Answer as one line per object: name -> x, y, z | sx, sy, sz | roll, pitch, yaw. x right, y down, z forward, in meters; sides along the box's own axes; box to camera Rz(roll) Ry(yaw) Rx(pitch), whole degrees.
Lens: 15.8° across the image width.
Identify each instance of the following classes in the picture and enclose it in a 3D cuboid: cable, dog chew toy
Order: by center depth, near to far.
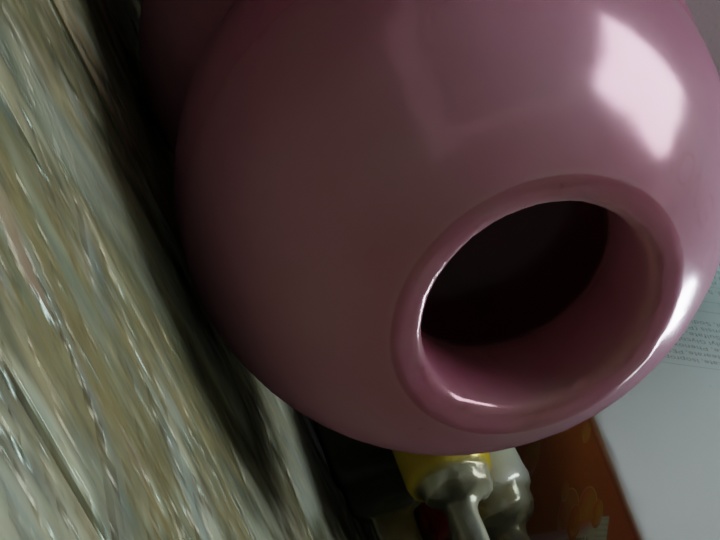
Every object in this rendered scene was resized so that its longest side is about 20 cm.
dog chew toy -> 0.004, -0.049, 0.604 | 0.200, 0.124, 0.125 | 60, -4, 48
cable -> 0.000, 0.000, 0.709 | 0.097, 0.050, 0.201 | 64, 7, -72

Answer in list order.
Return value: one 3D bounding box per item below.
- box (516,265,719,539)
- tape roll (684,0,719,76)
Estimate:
box -> 0.086, 0.085, 0.737 | 0.200, 0.097, 0.125 | -107, -151, -57
tape roll -> 0.114, -0.108, 0.726 | 0.203, 0.139, 0.204 | -178, -90, -90
